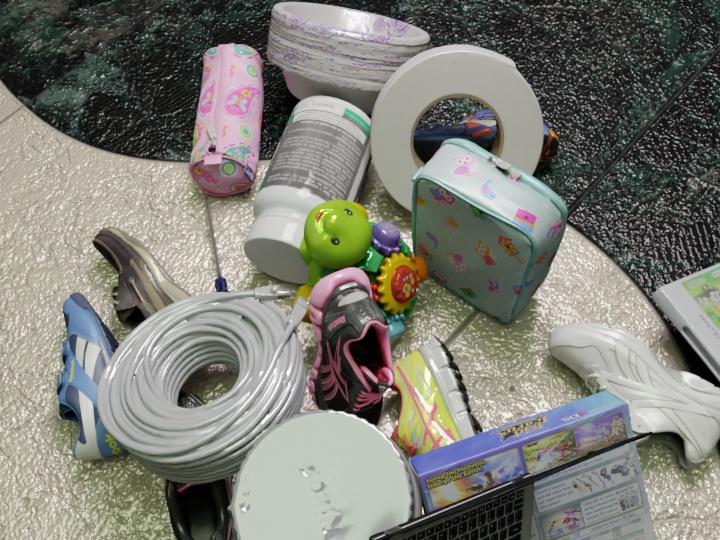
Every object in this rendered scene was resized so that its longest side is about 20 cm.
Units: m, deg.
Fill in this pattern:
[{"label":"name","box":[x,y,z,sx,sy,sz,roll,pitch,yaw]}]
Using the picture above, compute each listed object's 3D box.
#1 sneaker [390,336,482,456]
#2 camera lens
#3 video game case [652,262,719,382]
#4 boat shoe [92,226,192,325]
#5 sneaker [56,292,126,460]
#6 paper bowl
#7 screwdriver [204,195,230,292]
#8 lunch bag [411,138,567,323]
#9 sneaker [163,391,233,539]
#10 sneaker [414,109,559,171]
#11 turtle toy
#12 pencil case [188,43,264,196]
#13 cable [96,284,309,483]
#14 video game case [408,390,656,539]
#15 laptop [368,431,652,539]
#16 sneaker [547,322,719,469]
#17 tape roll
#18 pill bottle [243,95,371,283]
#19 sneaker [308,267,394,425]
[{"label":"sneaker","box":[0.079,0.173,0.810,0.090,0.078,0.201,-23,60,8]},{"label":"camera lens","box":[-0.024,0.225,0.708,0.158,0.201,0.161,-1,61,3]},{"label":"video game case","box":[0.434,0.064,0.838,0.199,0.022,0.183,-17,60,-26]},{"label":"boat shoe","box":[-0.248,0.026,0.906,0.073,0.075,0.200,-42,65,-18]},{"label":"sneaker","box":[-0.295,0.112,0.863,0.082,0.074,0.201,-25,61,-8]},{"label":"paper bowl","box":[-0.018,-0.264,1.004,0.199,0.105,0.201,9,26,-4]},{"label":"screwdriver","box":[-0.168,-0.004,0.947,0.028,0.029,0.201,-14,57,-3]},{"label":"lunch bag","box":[0.126,-0.043,0.846,0.160,0.201,0.077,36,67,20]},{"label":"sneaker","box":[-0.161,0.203,0.794,0.080,0.087,0.201,-22,61,-10]},{"label":"sneaker","box":[0.140,-0.158,0.993,0.198,0.076,0.079,-3,47,-4]},{"label":"turtle toy","box":[0.000,0.000,0.842,0.100,0.200,0.147,4,61,41]},{"label":"pencil case","box":[-0.168,-0.193,1.016,0.086,0.088,0.202,-1,60,3]},{"label":"cable","box":[-0.152,0.108,0.784,0.198,0.070,0.201,0,49,14]},{"label":"video game case","box":[0.162,0.227,0.726,0.198,0.045,0.183,-17,102,-6]},{"label":"laptop","box":[0.110,0.218,0.595,0.186,0.202,0.115,-6,12,-40]},{"label":"sneaker","box":[0.273,0.128,0.815,0.199,0.078,0.100,29,70,19]},{"label":"tape roll","box":[0.109,-0.154,0.917,0.201,0.205,0.037,-3,27,2]},{"label":"pill bottle","box":[-0.058,-0.094,0.937,0.112,0.113,0.201,13,62,11]},{"label":"sneaker","box":[-0.001,0.100,0.775,0.079,0.201,0.095,-23,41,-22]}]
